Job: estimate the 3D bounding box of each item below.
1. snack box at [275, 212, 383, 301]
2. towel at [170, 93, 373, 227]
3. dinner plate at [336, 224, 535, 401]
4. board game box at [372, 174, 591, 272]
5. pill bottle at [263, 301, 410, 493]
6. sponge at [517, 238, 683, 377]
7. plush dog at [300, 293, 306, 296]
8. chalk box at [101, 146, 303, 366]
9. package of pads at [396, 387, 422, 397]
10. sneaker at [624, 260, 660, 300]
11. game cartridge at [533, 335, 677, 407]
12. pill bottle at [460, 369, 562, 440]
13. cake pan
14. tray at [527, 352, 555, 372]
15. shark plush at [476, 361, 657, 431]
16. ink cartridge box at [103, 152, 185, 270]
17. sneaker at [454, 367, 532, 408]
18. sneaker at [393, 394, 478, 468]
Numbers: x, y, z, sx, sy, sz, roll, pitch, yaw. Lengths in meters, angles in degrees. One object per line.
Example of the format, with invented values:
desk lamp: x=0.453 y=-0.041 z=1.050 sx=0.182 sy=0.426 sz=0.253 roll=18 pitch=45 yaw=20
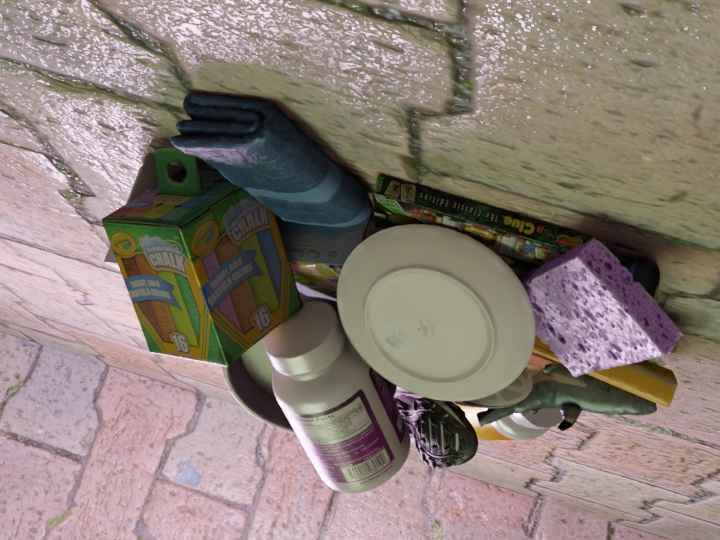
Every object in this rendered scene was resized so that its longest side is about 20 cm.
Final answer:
snack box: x=0.000 y=0.000 z=1.317 sx=0.168 sy=0.068 sz=0.199 roll=5 pitch=163 yaw=42
towel: x=-0.074 y=-0.090 z=1.099 sx=0.111 sy=0.049 sz=0.200 roll=9 pitch=163 yaw=31
dinner plate: x=0.067 y=0.048 z=1.163 sx=0.198 sy=0.024 sz=0.202 roll=12 pitch=126 yaw=18
board game box: x=0.109 y=-0.036 z=1.134 sx=0.198 sy=0.024 sz=0.105 roll=17 pitch=168 yaw=7
pill bottle: x=-0.028 y=0.133 z=1.297 sx=0.111 sy=0.113 sz=0.201 roll=7 pitch=136 yaw=37
sponge: x=0.202 y=0.038 z=1.100 sx=0.112 sy=0.030 sz=0.200 roll=48 pitch=164 yaw=-1
plush dog: x=-0.068 y=0.081 z=1.541 sx=0.159 sy=0.174 sz=0.199 roll=-19 pitch=-159 yaw=-34
chalk box: x=-0.163 y=-0.026 z=1.221 sx=0.124 sy=0.124 sz=0.202 roll=5 pitch=122 yaw=42
package of pads: x=0.087 y=0.112 z=1.440 sx=0.119 sy=0.077 sz=0.200 roll=11 pitch=172 yaw=-19
sneaker: x=0.240 y=0.037 z=1.153 sx=0.078 sy=0.067 sz=0.200 roll=13 pitch=166 yaw=15
game cartridge: x=0.236 y=0.088 z=1.299 sx=0.198 sy=0.033 sz=0.176 roll=21 pitch=-176 yaw=13
pill bottle: x=0.199 y=0.170 z=1.629 sx=0.110 sy=0.112 sz=0.200 roll=22 pitch=166 yaw=-15
cake pan: x=-0.056 y=0.105 z=1.375 sx=0.198 sy=0.037 sz=0.202 roll=4 pitch=130 yaw=4
tray: x=0.158 y=0.076 z=1.480 sx=0.198 sy=0.037 sz=0.099 roll=19 pitch=167 yaw=-7
shark plush: x=0.233 y=0.143 z=1.399 sx=0.198 sy=0.084 sz=0.091 roll=-7 pitch=149 yaw=-6
ink cartridge box: x=-0.197 y=-0.037 z=1.324 sx=0.066 sy=0.117 sz=0.200 roll=7 pitch=162 yaw=42
sneaker: x=0.111 y=0.093 z=1.256 sx=0.199 sy=0.076 sz=0.115 roll=23 pitch=168 yaw=-20
sneaker: x=0.092 y=0.173 z=1.370 sx=0.078 sy=0.075 sz=0.200 roll=-1 pitch=-178 yaw=-16
